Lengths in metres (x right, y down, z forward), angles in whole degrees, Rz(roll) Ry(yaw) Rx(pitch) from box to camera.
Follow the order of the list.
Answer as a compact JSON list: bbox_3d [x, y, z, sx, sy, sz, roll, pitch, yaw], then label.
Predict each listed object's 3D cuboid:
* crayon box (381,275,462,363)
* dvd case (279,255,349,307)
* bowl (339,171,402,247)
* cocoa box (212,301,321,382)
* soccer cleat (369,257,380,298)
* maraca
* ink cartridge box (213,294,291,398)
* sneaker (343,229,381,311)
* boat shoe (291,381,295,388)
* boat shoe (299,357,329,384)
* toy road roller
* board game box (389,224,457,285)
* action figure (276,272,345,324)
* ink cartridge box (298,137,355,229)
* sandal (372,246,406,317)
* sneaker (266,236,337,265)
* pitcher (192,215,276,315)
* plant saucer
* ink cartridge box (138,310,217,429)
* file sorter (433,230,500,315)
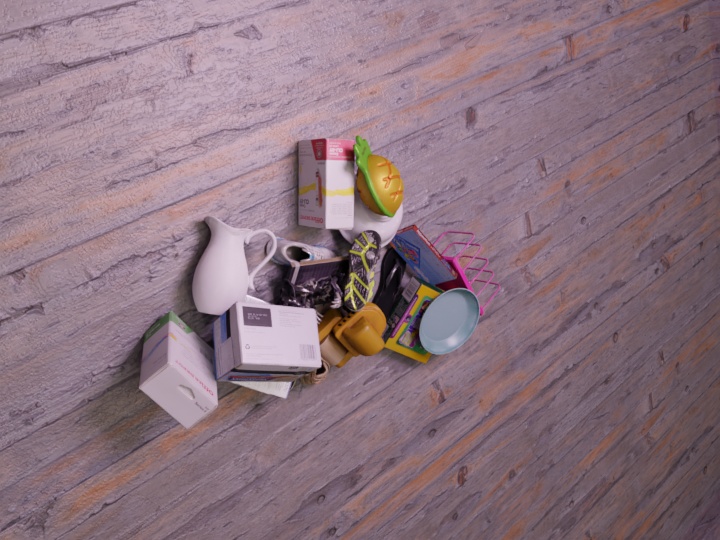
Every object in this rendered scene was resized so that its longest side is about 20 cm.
[{"bbox_3d":[0.163,0.138,1.696,0.170,0.058,0.203,24,103,-36],"label":"crayon box"},{"bbox_3d":[-0.101,0.030,1.503,0.196,0.016,0.151,-9,138,-34],"label":"dvd case"},{"bbox_3d":[0.034,-0.161,1.535,0.196,0.090,0.207,5,79,-27],"label":"bowl"},{"bbox_3d":[-0.202,0.158,1.318,0.196,0.130,0.137,8,61,-37],"label":"cocoa box"},{"bbox_3d":[0.001,0.007,1.601,0.081,0.065,0.206,9,96,-12],"label":"soccer cleat"},{"bbox_3d":[0.035,-0.215,1.420,0.202,0.105,0.139,58,23,-27],"label":"maraca"},{"bbox_3d":[-0.235,0.175,1.433,0.196,0.043,0.201,23,78,-24],"label":"ink cartridge box"},{"bbox_3d":[0.000,0.000,1.473,0.073,0.077,0.205,16,75,3],"label":"sneaker"},{"bbox_3d":[-0.169,0.197,1.491,0.062,0.073,0.205,15,93,-75],"label":"boat shoe"},{"bbox_3d":[-0.110,0.244,1.492,0.200,0.063,0.073,66,43,-70],"label":"boat shoe"},{"bbox_3d":[-0.024,0.164,1.521,0.199,0.146,0.123,-41,120,2],"label":"toy road roller"},{"bbox_3d":[0.163,-0.037,1.637,0.200,0.101,0.020,46,48,-26],"label":"board game box"},{"bbox_3d":[-0.097,0.067,1.445,0.196,0.104,0.119,0,142,-39],"label":"action figure"},{"bbox_3d":[-0.082,-0.203,1.447,0.082,0.144,0.206,-5,100,-33],"label":"ink cartridge box"},{"bbox_3d":[0.085,0.036,1.665,0.075,0.042,0.206,16,88,-35],"label":"sandal"},{"bbox_3d":[-0.126,-0.029,1.482,0.196,0.086,0.077,10,90,-37],"label":"sneaker"},{"bbox_3d":[-0.277,-0.002,1.349,0.167,0.121,0.206,9,86,-9],"label":"pitcher"},{"bbox_3d":[0.236,0.132,1.673,0.195,0.036,0.205,-14,121,-24],"label":"plant saucer"},{"bbox_3d":[-0.374,0.202,1.269,0.087,0.201,0.146,-37,120,3],"label":"ink cartridge box"},{"bbox_3d":[0.291,0.002,1.749,0.126,0.137,0.202,-45,119,-23],"label":"file sorter"}]
